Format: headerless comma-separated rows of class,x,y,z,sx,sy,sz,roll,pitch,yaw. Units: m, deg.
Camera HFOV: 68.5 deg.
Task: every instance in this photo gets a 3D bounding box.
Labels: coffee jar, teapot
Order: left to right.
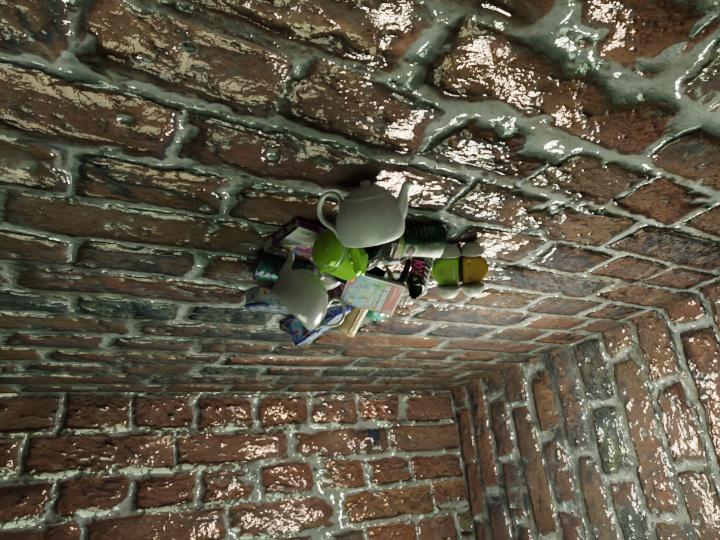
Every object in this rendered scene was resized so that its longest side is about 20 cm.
teapot,-0.159,0.070,1.582,0.146,0.196,0.201,-45,134,-7
teapot,0.016,-0.153,1.354,0.195,0.152,0.195,-21,-162,-32
coffee jar,0.159,-0.090,1.612,0.192,0.088,0.106,-1,141,-15

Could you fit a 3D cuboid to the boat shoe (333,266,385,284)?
boat shoe,0.000,0.000,1.799,0.194,0.088,0.068,-8,180,-36

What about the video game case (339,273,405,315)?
video game case,0.038,0.077,1.777,0.193,0.018,0.146,15,129,-12

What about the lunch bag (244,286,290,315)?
lunch bag,-0.274,0.103,1.733,0.195,0.079,0.158,13,164,-34

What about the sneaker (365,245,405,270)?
sneaker,0.047,-0.062,1.696,0.192,0.078,0.089,-11,142,0

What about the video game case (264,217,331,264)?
video game case,-0.165,-0.083,1.604,0.196,0.037,0.179,15,148,-41

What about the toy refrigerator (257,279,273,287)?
toy refrigerator,-0.272,0.048,1.820,0.068,0.079,0.199,-17,155,24

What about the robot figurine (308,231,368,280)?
robot figurine,-0.061,-0.043,1.537,0.171,0.120,0.197,6,169,40

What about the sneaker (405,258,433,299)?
sneaker,0.191,0.008,1.742,0.071,0.087,0.207,15,120,21

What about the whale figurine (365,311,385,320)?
whale figurine,0.026,0.155,2.109,0.193,0.108,0.159,-17,155,20

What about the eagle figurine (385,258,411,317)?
eagle figurine,0.135,0.050,1.868,0.195,0.154,0.153,-22,118,25

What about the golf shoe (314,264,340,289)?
golf shoe,-0.148,0.018,1.795,0.192,0.078,0.092,-1,153,-16

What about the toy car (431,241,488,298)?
toy car,0.330,-0.009,1.801,0.191,0.183,0.150,-5,-167,-6

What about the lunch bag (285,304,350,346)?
lunch bag,-0.127,0.161,1.782,0.196,0.097,0.150,-27,173,22

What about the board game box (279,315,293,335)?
board game box,-0.200,0.200,2.035,0.132,0.036,0.198,22,-153,30

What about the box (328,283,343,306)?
box,-0.138,0.108,1.943,0.127,0.119,0.201,1,156,-16

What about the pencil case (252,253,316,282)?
pencil case,-0.241,0.008,1.682,0.192,0.088,0.093,13,146,-13

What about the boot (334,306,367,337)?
boot,0.014,0.164,2.009,0.171,0.066,0.204,29,102,-13
